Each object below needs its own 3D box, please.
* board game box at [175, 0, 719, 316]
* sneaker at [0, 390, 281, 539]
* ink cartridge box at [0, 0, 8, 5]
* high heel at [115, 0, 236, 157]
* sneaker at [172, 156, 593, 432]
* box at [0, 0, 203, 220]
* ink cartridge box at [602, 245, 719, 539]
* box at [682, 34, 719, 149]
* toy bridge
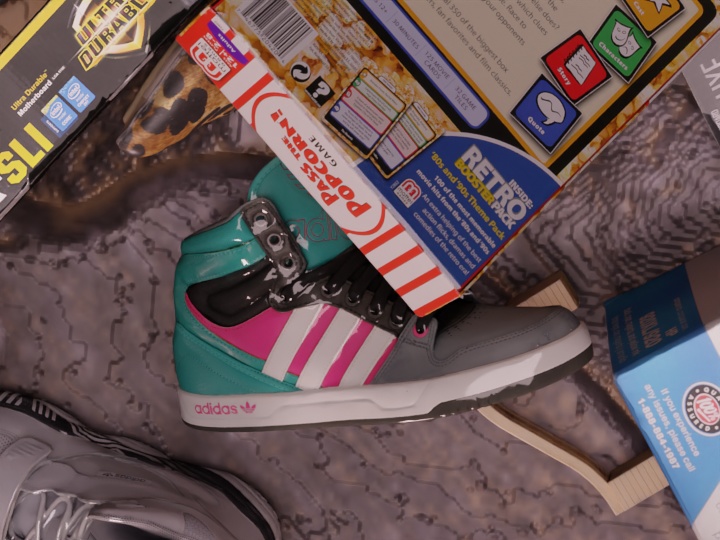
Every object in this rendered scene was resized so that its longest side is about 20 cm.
[{"bbox_3d":[0.047,-0.104,1.186,0.200,0.046,0.152,-43,95,-25],"label":"board game box"},{"bbox_3d":[-0.135,0.111,1.299,0.199,0.115,0.076,16,101,0],"label":"sneaker"},{"bbox_3d":[-0.221,-0.162,1.264,0.199,0.085,0.145,-30,92,9],"label":"ink cartridge box"},{"bbox_3d":[0.000,-0.077,1.243,0.143,0.071,0.200,46,62,-2],"label":"high heel"},{"bbox_3d":[0.000,0.000,1.276,0.199,0.084,0.122,-6,103,25],"label":"sneaker"},{"bbox_3d":[-0.124,-0.083,1.220,0.049,0.200,0.160,45,100,-6],"label":"box"},{"bbox_3d":[0.226,0.046,1.254,0.199,0.145,0.148,-28,97,8],"label":"ink cartridge box"},{"bbox_3d":[0.196,-0.149,1.268,0.157,0.050,0.201,-27,98,8],"label":"box"},{"bbox_3d":[0.067,0.025,1.318,0.067,0.027,0.201,-32,96,9],"label":"toy bridge"}]
